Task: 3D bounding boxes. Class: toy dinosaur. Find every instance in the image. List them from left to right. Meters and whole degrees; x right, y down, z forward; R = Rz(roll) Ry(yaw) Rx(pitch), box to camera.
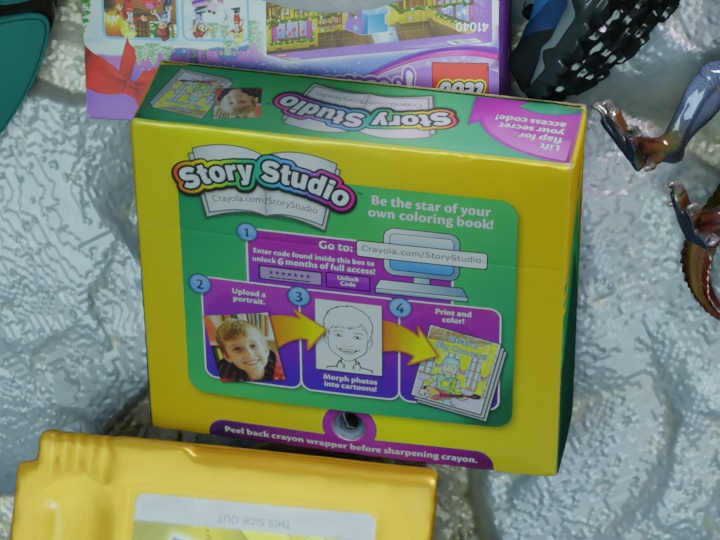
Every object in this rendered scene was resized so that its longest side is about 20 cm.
[{"bbox_3d":[0.195,-0.098,1.118,0.181,0.200,0.105,-36,65,-6],"label":"toy dinosaur"}]

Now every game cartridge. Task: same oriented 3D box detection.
[{"bbox_3d":[-0.069,0.171,1.184,0.198,0.032,0.178,5,89,1],"label":"game cartridge"}]

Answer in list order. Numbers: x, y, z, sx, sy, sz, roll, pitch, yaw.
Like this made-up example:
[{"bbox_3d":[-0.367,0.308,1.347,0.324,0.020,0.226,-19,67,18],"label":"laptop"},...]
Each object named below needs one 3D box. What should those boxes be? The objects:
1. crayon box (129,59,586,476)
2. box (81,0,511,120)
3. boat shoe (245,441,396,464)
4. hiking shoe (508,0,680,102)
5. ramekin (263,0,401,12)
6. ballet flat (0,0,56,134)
[{"bbox_3d":[0.000,0.000,1.161,0.198,0.058,0.174,7,124,10],"label":"crayon box"},{"bbox_3d":[-0.030,-0.136,1.157,0.198,0.039,0.138,3,107,11],"label":"box"},{"bbox_3d":[-0.072,0.139,1.237,0.199,0.066,0.074,-27,100,18],"label":"boat shoe"},{"bbox_3d":[0.110,-0.170,1.111,0.087,0.074,0.201,40,117,27],"label":"hiking shoe"},{"bbox_3d":[-0.015,-0.206,1.068,0.199,0.098,0.202,-2,81,10],"label":"ramekin"},{"bbox_3d":[-0.172,-0.136,1.166,0.076,0.068,0.200,59,141,25],"label":"ballet flat"}]
